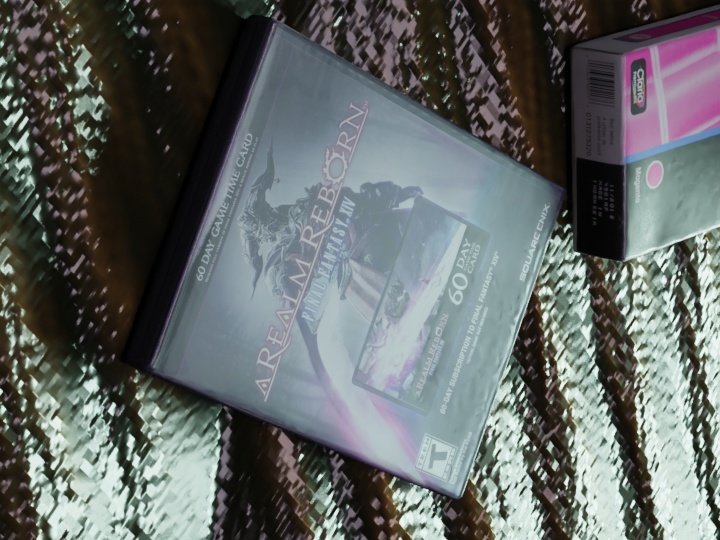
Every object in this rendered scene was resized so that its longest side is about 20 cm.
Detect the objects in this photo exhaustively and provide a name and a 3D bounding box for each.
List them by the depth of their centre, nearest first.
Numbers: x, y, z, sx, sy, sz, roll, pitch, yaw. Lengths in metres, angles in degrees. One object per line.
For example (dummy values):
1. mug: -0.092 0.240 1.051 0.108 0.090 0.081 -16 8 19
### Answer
1. video game case: 0.000 0.000 1.076 0.200 0.019 0.143 27 80 -48
2. ink cartridge box: 0.170 -0.073 1.229 0.200 0.037 0.095 -20 114 -45
